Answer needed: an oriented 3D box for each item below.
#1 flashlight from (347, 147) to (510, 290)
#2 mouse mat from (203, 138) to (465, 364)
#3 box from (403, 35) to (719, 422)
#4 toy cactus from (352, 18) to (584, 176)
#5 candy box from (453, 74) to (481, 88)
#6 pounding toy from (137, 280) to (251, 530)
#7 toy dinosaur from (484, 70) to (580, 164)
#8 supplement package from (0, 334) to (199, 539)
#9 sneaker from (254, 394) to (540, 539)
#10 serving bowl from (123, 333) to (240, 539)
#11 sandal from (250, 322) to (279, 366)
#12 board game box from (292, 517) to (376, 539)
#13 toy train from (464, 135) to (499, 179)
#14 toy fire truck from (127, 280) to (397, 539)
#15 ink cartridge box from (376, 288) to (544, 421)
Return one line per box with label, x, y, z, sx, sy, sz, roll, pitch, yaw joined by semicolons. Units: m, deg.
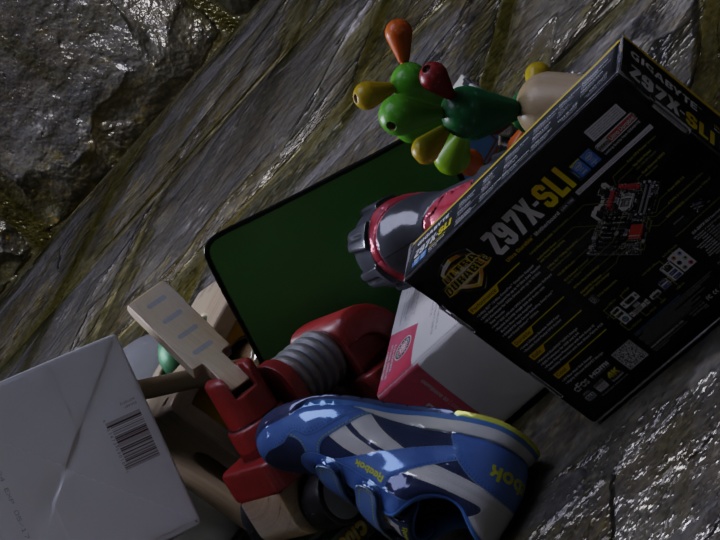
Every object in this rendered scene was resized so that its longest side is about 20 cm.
flashlight;0.063;-0.035;1.380;0.200;0.067;0.068;-22;61;61
mouse mat;0.000;0.000;1.515;0.199;0.162;0.008;-26;26;0
box;0.148;-0.019;1.217;0.200;0.159;0.050;-45;16;32
toy cactus;0.097;-0.115;1.370;0.164;0.199;0.103;-3;81;33
candy box;0.061;-0.068;1.793;0.201;0.061;0.136;-52;14;8
pounding toy;-0.093;0.098;1.621;0.142;0.199;0.185;-31;27;54
toy dinosaur;0.142;-0.078;1.529;0.101;0.077;0.202;-6;55;25
supplement package;-0.233;0.162;1.512;0.150;0.153;0.200;-23;-7;-21
sneaker;0.015;0.132;1.318;0.198;0.074;0.083;4;68;28
serving bowl;-0.143;0.152;1.718;0.065;0.201;0.201;-3;46;37
sandal;-0.042;0.008;1.601;0.054;0.081;0.201;5;57;31
board game box;-0.053;0.211;1.436;0.200;0.024;0.104;-40;10;-39
toy train;0.058;-0.028;1.606;0.201;0.114;0.087;-58;15;-20
toy fire truck;-0.056;0.075;1.465;0.128;0.201;0.176;-20;14;50
ink cartridge box;0.112;0.011;1.411;0.200;0.085;0.146;-46;17;32
